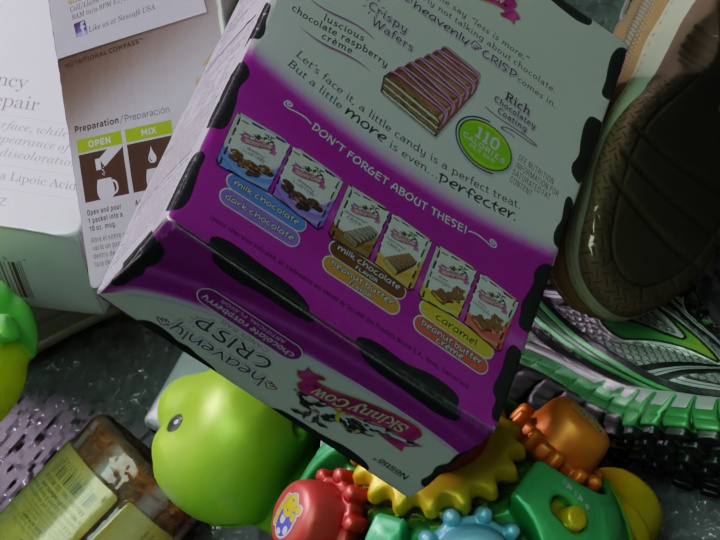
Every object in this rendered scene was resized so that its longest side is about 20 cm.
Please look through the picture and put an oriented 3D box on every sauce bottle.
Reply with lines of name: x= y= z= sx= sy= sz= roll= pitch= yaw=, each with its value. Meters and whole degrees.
sauce bottle: x=-0.153 y=0.149 z=1.158 sx=0.200 sy=0.066 sz=0.066 roll=-44 pitch=61 yaw=-1

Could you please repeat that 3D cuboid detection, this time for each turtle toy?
turtle toy: x=0.012 y=0.090 z=1.053 sx=0.200 sy=0.101 sz=0.146 roll=12 pitch=41 yaw=27

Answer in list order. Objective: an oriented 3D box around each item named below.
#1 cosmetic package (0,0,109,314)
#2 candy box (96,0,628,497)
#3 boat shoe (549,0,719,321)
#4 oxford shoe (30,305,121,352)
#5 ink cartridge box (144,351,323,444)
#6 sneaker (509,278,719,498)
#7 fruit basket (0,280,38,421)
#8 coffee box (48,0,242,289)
cosmetic package: x=-0.134 y=-0.087 z=1.181 sx=0.102 sy=0.074 sz=0.200 roll=7 pitch=62 yaw=8
candy box: x=0.006 y=-0.038 z=1.015 sx=0.061 sy=0.136 sz=0.200 roll=-42 pitch=19 yaw=48
boat shoe: x=0.108 y=-0.051 z=1.114 sx=0.076 sy=0.072 sz=0.200 roll=-11 pitch=33 yaw=38
oxford shoe: x=-0.107 y=-0.022 z=1.211 sx=0.200 sy=0.058 sz=0.075 roll=-29 pitch=59 yaw=6
ink cartridge box: x=0.000 y=0.000 z=1.173 sx=0.095 sy=0.037 sz=0.200 roll=26 pitch=83 yaw=28
sneaker: x=0.119 y=0.033 z=1.090 sx=0.200 sy=0.078 sz=0.085 roll=14 pitch=73 yaw=25
fruit basket: x=-0.226 y=0.062 z=1.141 sx=0.155 sy=0.216 sz=0.216 roll=39 pitch=87 yaw=29
coffee box: x=-0.058 y=-0.098 z=1.113 sx=0.080 sy=0.114 sz=0.200 roll=-10 pitch=87 yaw=29
